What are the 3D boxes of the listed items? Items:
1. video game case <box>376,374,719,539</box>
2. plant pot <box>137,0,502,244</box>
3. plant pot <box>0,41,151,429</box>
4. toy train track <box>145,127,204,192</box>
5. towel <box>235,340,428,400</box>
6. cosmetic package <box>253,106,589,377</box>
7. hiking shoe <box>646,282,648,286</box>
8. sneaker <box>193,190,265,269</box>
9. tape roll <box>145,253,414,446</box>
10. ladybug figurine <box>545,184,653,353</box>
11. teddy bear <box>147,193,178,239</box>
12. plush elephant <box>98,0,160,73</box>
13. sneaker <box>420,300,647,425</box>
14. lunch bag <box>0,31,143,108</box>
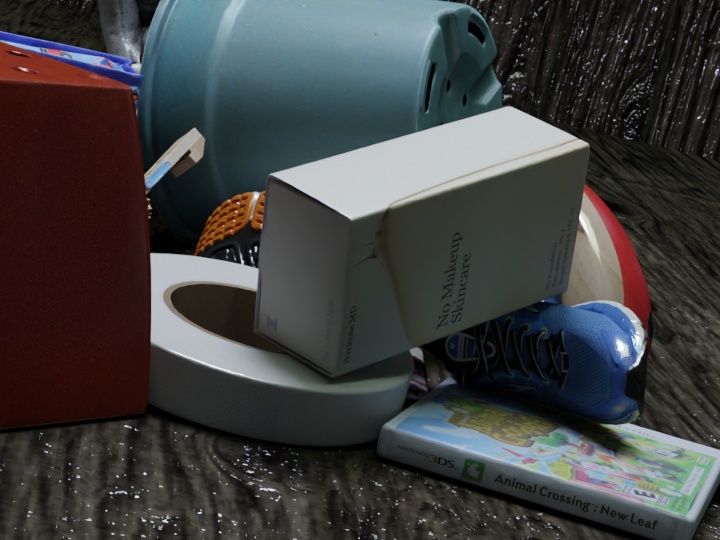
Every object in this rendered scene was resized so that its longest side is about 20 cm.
[{"bbox_3d":[0.118,0.107,1.380,0.181,0.022,0.200,16,10,12],"label":"video game case"},{"bbox_3d":[-0.019,-0.111,1.595,0.195,0.201,0.200,4,5,26],"label":"plant pot"},{"bbox_3d":[-0.225,-0.033,1.234,0.199,0.177,0.200,20,11,31],"label":"plant pot"},{"bbox_3d":[-0.148,-0.022,1.466,0.033,0.115,0.200,48,44,-11],"label":"toy train track"},{"bbox_3d":[-0.028,0.043,1.543,0.143,0.023,0.200,14,11,-4],"label":"towel"},{"bbox_3d":[0.037,-0.020,1.358,0.200,0.104,0.073,-20,36,-41],"label":"cosmetic package"},{"bbox_3d":[0.136,0.012,1.700,0.074,0.087,0.200,49,-4,-33],"label":"hiking shoe"},{"bbox_3d":[-0.021,-0.005,1.504,0.199,0.076,0.092,-7,-32,39],"label":"sneaker"},{"bbox_3d":[-0.068,0.043,1.369,0.202,0.037,0.203,15,17,-5],"label":"tape roll"},{"bbox_3d":[0.140,0.012,1.558,0.072,0.136,0.200,2,45,-25],"label":"ladybug figurine"},{"bbox_3d":[-0.205,-0.056,1.765,0.145,0.067,0.200,29,9,24],"label":"teddy bear"},{"bbox_3d":[-0.144,-0.143,1.762,0.164,0.200,0.155,29,29,-6],"label":"plush elephant"},{"bbox_3d":[0.098,0.051,1.437,0.089,0.079,0.200,-6,13,-36],"label":"sneaker"},{"bbox_3d":[-0.258,-0.082,1.536,0.199,0.151,0.094,12,10,-14],"label":"lunch bag"}]
